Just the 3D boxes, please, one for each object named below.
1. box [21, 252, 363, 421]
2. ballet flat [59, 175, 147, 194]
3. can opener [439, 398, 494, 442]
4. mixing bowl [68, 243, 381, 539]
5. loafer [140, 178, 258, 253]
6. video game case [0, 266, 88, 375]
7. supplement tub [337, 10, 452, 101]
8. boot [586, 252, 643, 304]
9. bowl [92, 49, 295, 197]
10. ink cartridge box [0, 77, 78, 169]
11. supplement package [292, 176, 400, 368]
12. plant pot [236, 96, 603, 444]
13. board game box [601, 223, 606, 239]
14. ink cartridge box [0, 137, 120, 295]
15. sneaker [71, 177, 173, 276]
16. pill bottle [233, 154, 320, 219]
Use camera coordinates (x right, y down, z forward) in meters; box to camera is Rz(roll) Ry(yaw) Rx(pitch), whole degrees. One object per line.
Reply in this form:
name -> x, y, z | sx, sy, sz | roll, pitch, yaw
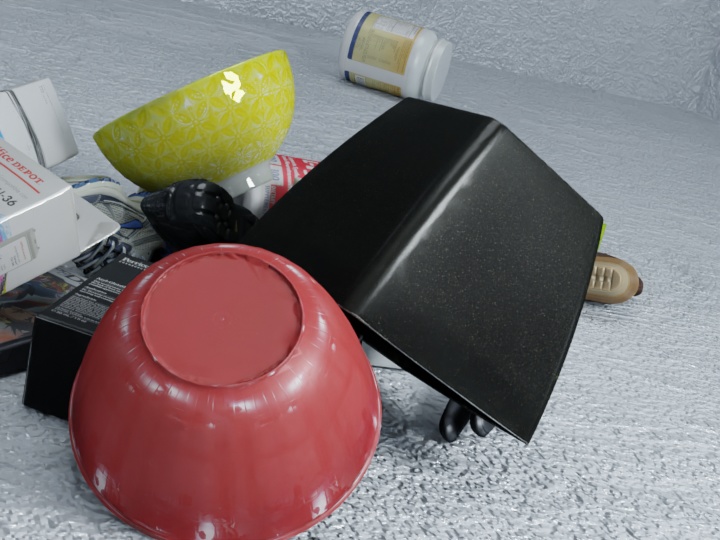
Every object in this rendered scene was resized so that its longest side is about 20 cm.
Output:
box -> -0.116, 0.070, 0.930 | 0.200, 0.079, 0.141 | 19, 25, 9
ballet flat -> -0.233, -0.054, 1.254 | 0.200, 0.072, 0.072 | 12, 17, -13
can opener -> 0.109, 0.094, 1.102 | 0.063, 0.079, 0.200 | -22, 12, 31
mixing bowl -> -0.083, 0.058, 0.792 | 0.200, 0.108, 0.200 | 2, 55, -3
loafer -> -0.137, -0.033, 1.182 | 0.070, 0.068, 0.201 | 1, -17, 14
video game case -> -0.296, 0.023, 1.025 | 0.181, 0.026, 0.200 | 23, 18, 24
supplement tub -> 0.069, -0.423, 2.577 | 0.200, 0.144, 0.144 | 19, 17, 11
boot -> 0.235, -0.001, 1.551 | 0.200, 0.072, 0.166 | 16, 2, 18
bowl -> -0.139, -0.119, 1.225 | 0.200, 0.108, 0.200 | -25, 6, 3
ink cartridge box -> -0.359, -0.101, 1.154 | 0.146, 0.086, 0.200 | -20, 10, 12
supplement package -> 0.000, 0.000, 1.212 | 0.109, 0.114, 0.200 | 9, 17, -23
plant pot -> 0.061, -0.016, 0.981 | 0.199, 0.177, 0.200 | 37, -4, -31
board game box -> 0.229, -0.051, 1.694 | 0.102, 0.048, 0.200 | 25, 19, 31
ink cartridge box -> -0.292, -0.037, 0.967 | 0.116, 0.068, 0.200 | 32, 47, 33
sneaker -> -0.219, -0.026, 1.131 | 0.077, 0.085, 0.200 | -23, -11, 24
pill bottle -> -0.044, -0.057, 1.357 | 0.200, 0.112, 0.112 | 8, 18, -23
